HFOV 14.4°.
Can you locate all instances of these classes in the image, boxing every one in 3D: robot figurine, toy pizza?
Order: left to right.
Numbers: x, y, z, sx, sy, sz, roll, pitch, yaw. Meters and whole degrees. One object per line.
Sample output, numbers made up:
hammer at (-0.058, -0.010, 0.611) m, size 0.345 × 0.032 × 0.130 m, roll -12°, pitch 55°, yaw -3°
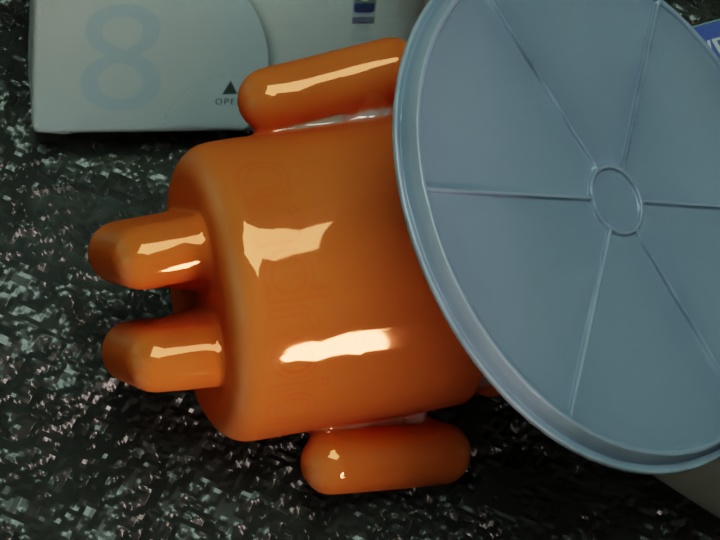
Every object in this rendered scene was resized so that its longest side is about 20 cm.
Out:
robot figurine at (0.000, 0.002, 1.081) m, size 0.199 × 0.117 × 0.144 m, roll -10°, pitch 57°, yaw -16°
toy pizza at (0.084, -0.021, 1.039) m, size 0.199 × 0.032 × 0.201 m, roll 17°, pitch 62°, yaw -35°

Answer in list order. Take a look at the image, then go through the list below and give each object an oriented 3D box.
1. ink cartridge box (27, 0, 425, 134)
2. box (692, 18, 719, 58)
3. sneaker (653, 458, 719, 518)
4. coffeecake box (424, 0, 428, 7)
ink cartridge box at (-0.049, -0.148, 1.118) m, size 0.159 × 0.201 × 0.047 m, roll -1°, pitch 37°, yaw -10°
box at (0.188, -0.036, 1.176) m, size 0.121 × 0.048 × 0.201 m, roll -16°, pitch 62°, yaw -21°
sneaker at (0.185, 0.108, 1.069) m, size 0.199 × 0.073 × 0.071 m, roll 28°, pitch 54°, yaw 8°
coffeecake box at (0.086, -0.179, 1.157) m, size 0.073 × 0.154 × 0.200 m, roll 6°, pitch 42°, yaw 19°
